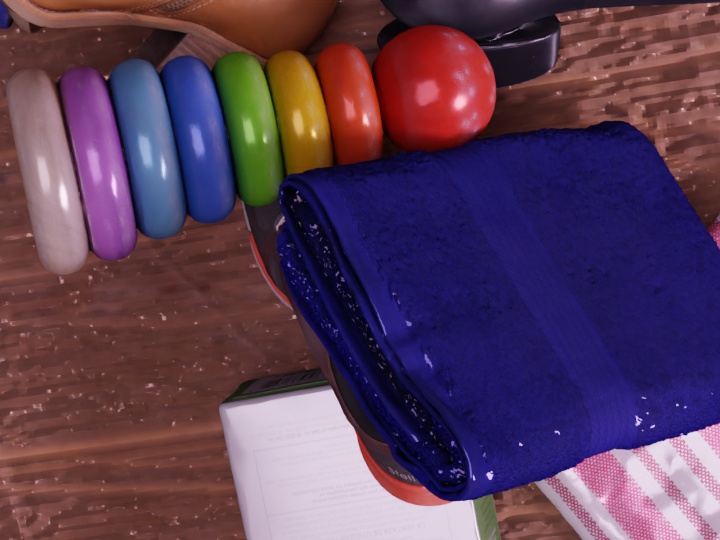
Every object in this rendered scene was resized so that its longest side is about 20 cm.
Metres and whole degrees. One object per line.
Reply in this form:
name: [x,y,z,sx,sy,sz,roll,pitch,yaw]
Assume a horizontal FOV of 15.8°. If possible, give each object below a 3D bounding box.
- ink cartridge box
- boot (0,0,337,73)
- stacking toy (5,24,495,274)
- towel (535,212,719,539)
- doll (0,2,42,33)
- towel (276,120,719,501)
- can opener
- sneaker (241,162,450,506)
ink cartridge box: [0.011,0.141,1.146,0.103,0.059,0.201,-11,95,11]
boot: [-0.086,-0.163,1.091,0.200,0.074,0.155,36,97,-34]
stacking toy: [-0.042,-0.058,1.071,0.199,0.085,0.086,-11,96,-7]
towel: [0.171,0.059,1.122,0.200,0.030,0.146,-42,88,13]
doll: [-0.231,-0.167,1.154,0.199,0.048,0.137,13,99,5]
towel: [0.068,0.015,1.044,0.050,0.199,0.148,-48,64,43]
can opener: [0.101,-0.131,1.102,0.199,0.079,0.064,-11,57,9]
sneaker: [0.000,0.000,1.083,0.077,0.082,0.200,-30,57,0]
